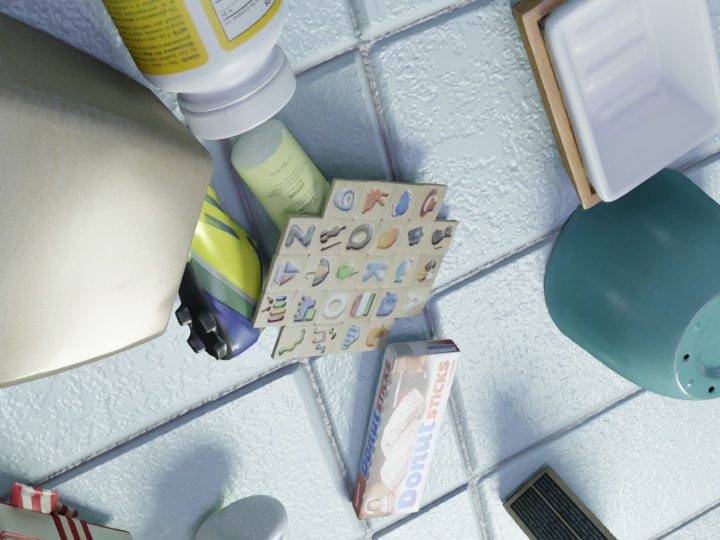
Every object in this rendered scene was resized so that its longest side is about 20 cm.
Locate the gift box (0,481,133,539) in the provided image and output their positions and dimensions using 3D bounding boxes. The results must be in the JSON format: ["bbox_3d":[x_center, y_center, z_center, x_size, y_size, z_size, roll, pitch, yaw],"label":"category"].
[{"bbox_3d":[-0.275,0.297,0.801,0.184,0.187,0.200,-42,141,4],"label":"gift box"}]

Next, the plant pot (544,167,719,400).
[{"bbox_3d":[0.301,0.027,0.942,0.197,0.161,0.204,-11,122,-18],"label":"plant pot"}]

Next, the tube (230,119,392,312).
[{"bbox_3d":[-0.034,-0.038,0.819,0.057,0.053,0.201,-12,137,24],"label":"tube"}]

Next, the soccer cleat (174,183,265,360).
[{"bbox_3d":[-0.121,-0.024,0.787,0.083,0.064,0.203,-39,128,-38],"label":"soccer cleat"}]

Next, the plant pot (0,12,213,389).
[{"bbox_3d":[-0.213,-0.049,0.648,0.175,0.200,0.203,4,116,-38],"label":"plant pot"}]

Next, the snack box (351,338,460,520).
[{"bbox_3d":[0.042,0.158,0.970,0.071,0.024,0.203,-3,122,-24],"label":"snack box"}]

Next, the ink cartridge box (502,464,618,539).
[{"bbox_3d":[0.264,0.332,1.091,0.075,0.165,0.200,-41,127,0],"label":"ink cartridge box"}]

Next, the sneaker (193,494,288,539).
[{"bbox_3d":[-0.126,0.298,0.955,0.200,0.076,0.105,-43,138,11],"label":"sneaker"}]

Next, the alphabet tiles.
[{"bbox_3d":[0.000,0.000,0.843,0.198,0.006,0.169,-2,121,-43],"label":"alphabet tiles"}]

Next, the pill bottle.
[{"bbox_3d":[-0.117,-0.194,0.650,0.111,0.113,0.202,-29,125,-7],"label":"pill bottle"}]

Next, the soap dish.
[{"bbox_3d":[0.220,-0.175,0.840,0.156,0.081,0.202,-32,126,-5],"label":"soap dish"}]
